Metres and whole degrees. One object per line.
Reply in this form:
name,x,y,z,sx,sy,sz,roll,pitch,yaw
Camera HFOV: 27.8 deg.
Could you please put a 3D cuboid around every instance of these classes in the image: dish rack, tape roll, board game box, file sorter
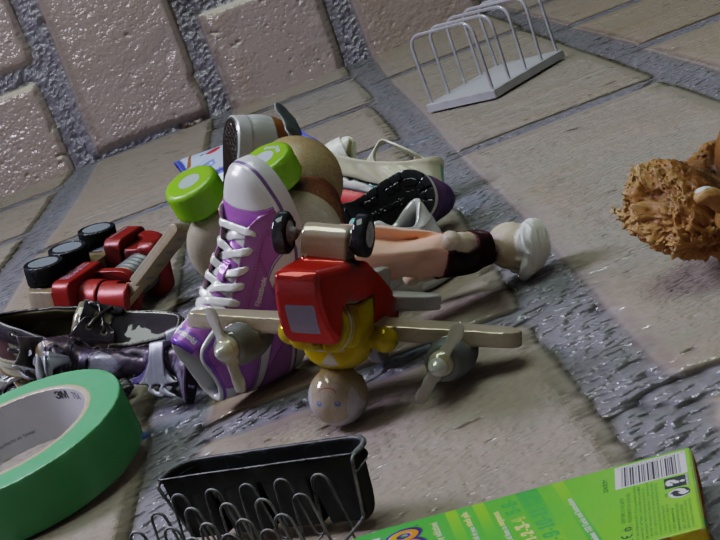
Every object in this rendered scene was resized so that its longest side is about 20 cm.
dish rack,-0.088,0.171,0.843,0.153,0.055,0.200,-13,16,31
tape roll,-0.275,0.151,1.162,0.200,0.048,0.201,-19,21,8
board game box,0.079,0.145,0.753,0.199,0.030,0.096,-15,14,13
file sorter,0.195,-0.347,2.270,0.139,0.125,0.200,-6,19,44

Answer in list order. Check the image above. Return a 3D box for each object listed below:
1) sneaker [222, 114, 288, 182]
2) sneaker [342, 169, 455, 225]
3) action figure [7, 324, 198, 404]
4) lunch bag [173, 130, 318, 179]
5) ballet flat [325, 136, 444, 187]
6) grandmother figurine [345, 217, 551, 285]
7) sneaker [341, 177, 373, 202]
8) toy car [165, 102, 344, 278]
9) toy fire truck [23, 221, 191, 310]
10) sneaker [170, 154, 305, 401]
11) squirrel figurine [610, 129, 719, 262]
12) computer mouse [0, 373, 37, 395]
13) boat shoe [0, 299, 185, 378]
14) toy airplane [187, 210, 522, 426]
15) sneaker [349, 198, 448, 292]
sneaker,-0.101,-0.064,1.527,0.084,0.201,0.073,-4,22,-26
sneaker,0.008,-0.044,1.541,0.200,0.076,0.088,-18,-10,25
action figure,-0.227,0.085,1.300,0.199,0.070,0.130,-4,1,23
lunch bag,-0.120,-0.095,1.784,0.170,0.124,0.200,-23,30,-11
ballet flat,0.003,-0.121,1.671,0.199,0.070,0.069,10,23,15
grandmother figurine,0.068,-0.015,1.225,0.199,0.061,0.121,-5,-3,-15
sneaker,-0.059,-0.052,1.648,0.199,0.077,0.085,-2,61,13
toy car,-0.080,-0.077,1.434,0.157,0.165,0.200,-15,34,21
toy fire truck,-0.261,-0.003,1.662,0.199,0.129,0.176,-1,20,24
sneaker,-0.103,0.014,1.172,0.114,0.201,0.073,-25,31,-37
squirrel figurine,0.289,-0.053,1.057,0.200,0.142,0.187,-28,17,41
computer mouse,-0.362,0.104,1.533,0.110,0.044,0.200,-35,25,-32
boat shoe,-0.268,0.062,1.428,0.199,0.065,0.072,-5,34,10
toy airplane,-0.010,0.047,1.085,0.199,0.142,0.200,13,-15,-27
sneaker,0.000,0.000,1.297,0.075,0.089,0.200,-5,21,45
